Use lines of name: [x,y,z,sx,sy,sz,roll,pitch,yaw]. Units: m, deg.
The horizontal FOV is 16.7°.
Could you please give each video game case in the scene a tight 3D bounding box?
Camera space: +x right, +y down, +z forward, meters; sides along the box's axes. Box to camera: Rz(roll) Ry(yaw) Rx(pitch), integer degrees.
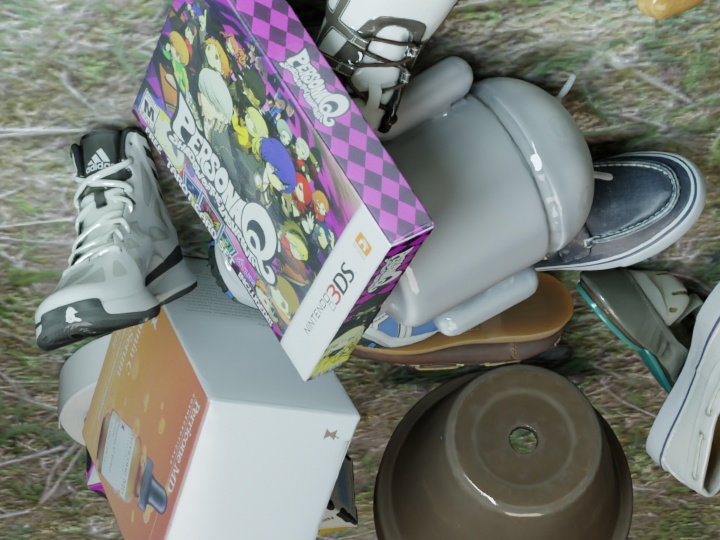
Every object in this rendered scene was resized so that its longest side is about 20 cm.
video game case: [-0.048,-0.059,1.364,0.036,0.200,0.181,-26,165,-27]

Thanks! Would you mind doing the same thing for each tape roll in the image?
tape roll: [-0.127,0.093,1.845,0.202,0.037,0.203,-3,155,-1]

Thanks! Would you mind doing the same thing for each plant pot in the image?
plant pot: [0.113,0.149,1.800,0.199,0.201,0.175,-2,158,-5]

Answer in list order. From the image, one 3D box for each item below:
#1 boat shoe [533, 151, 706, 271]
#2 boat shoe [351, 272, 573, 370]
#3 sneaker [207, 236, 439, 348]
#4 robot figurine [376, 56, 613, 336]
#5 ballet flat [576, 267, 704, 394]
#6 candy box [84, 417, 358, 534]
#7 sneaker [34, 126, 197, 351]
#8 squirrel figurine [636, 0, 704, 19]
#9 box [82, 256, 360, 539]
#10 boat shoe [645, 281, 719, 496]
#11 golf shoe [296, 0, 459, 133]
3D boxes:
boat shoe: [0.115,-0.037,1.560,0.199,0.071,0.091,-14,162,20]
boat shoe: [0.048,0.040,1.722,0.199,0.071,0.070,4,152,-17]
sneaker: [0.000,0.000,1.626,0.199,0.076,0.077,9,150,-36]
robot figurine: [0.056,-0.043,1.464,0.199,0.113,0.170,-27,124,-13]
ballet flat: [0.212,0.031,1.762,0.064,0.067,0.200,-39,148,6]
candy box: [-0.103,0.154,1.864,0.136,0.061,0.200,-15,153,20]
sneaker: [-0.162,-0.023,1.476,0.075,0.116,0.200,-16,-174,13]
squirrel figurine: [0.160,-0.244,1.114,0.199,0.142,0.187,-23,142,5]
box: [-0.098,0.103,1.627,0.106,0.200,0.153,9,114,-24]
boat shoe: [0.270,0.077,1.753,0.071,0.070,0.201,-10,132,-43]
golf shoe: [0.010,-0.120,1.357,0.077,0.095,0.200,8,150,-22]
